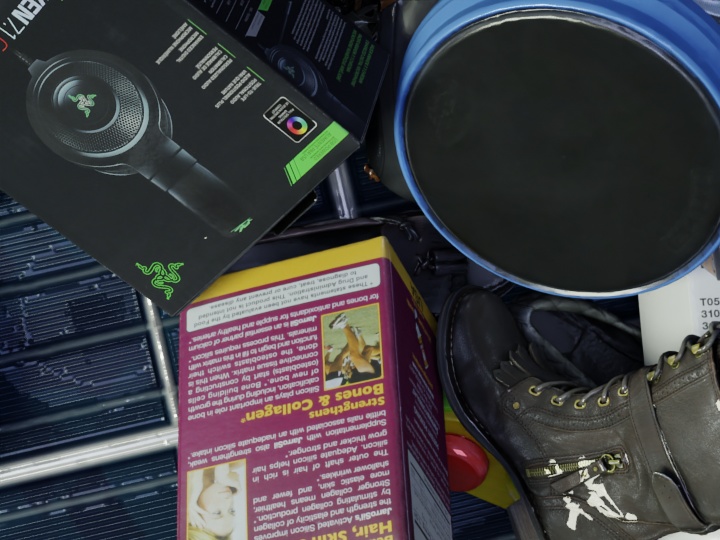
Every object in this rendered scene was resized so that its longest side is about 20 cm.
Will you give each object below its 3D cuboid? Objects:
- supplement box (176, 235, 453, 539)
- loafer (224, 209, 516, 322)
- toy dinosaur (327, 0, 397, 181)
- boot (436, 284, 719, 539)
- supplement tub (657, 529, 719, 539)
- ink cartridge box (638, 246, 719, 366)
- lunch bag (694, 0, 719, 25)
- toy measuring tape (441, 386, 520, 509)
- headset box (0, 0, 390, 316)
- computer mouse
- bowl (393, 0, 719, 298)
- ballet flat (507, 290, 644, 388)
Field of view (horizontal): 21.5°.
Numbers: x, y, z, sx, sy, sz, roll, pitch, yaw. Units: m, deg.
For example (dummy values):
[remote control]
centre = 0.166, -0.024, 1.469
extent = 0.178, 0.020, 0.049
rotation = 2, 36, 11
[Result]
[supplement box]
centre = -0.024, 0.099, 1.044
extent = 0.131, 0.103, 0.200
rotation = -12, 54, 15
[loafer]
centre = 0.000, 0.000, 1.122
extent = 0.200, 0.063, 0.072
rotation = -1, 91, -2
[toy dinosaur]
centre = 0.016, -0.155, 1.108
extent = 0.136, 0.102, 0.200
rotation = -1, 88, -15
[boot]
centre = 0.140, 0.070, 1.025
extent = 0.069, 0.174, 0.200
rotation = -13, 73, -44
[supplement tub]
centre = 0.236, 0.214, 1.084
extent = 0.145, 0.145, 0.200
rotation = -5, 104, -2
[ink cartridge box]
centre = 0.240, -0.005, 1.094
extent = 0.145, 0.084, 0.200
rotation = -2, 80, -12
[lunch bag]
centre = 0.196, -0.219, 1.096
extent = 0.200, 0.127, 0.170
rotation = 13, 90, 9
[toy measuring tape]
centre = 0.097, 0.108, 1.120
extent = 0.200, 0.074, 0.074
rotation = 22, 90, 0
[headset box]
centre = -0.108, -0.094, 1.011
extent = 0.200, 0.093, 0.174
rotation = 38, 126, -17
[computer mouse]
centre = 0.044, -0.104, 1.063
extent = 0.138, 0.053, 0.200
rotation = -7, 134, -4
[bowl]
centre = 0.111, -0.068, 0.998
extent = 0.201, 0.039, 0.201
rotation = 12, 131, 15
[ballet flat]
centre = 0.175, 0.070, 1.132
extent = 0.200, 0.057, 0.066
rotation = 23, 91, -2
